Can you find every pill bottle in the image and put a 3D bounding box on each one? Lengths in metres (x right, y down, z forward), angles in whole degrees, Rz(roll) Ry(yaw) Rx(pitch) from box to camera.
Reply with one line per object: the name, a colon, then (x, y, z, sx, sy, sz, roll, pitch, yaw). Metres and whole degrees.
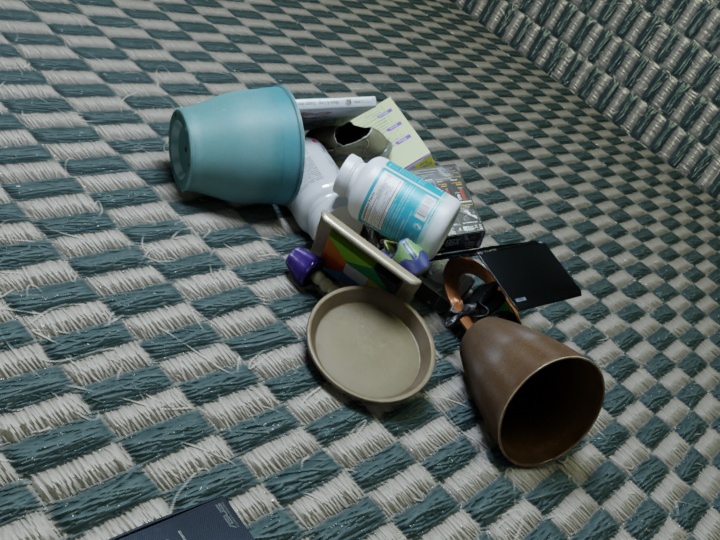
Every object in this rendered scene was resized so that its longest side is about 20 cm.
pill bottle: (0.055, -0.110, 1.493, 0.198, 0.112, 0.111, 31, 28, 8)
pill bottle: (-0.076, -0.134, 1.616, 0.112, 0.114, 0.201, 7, 36, -36)

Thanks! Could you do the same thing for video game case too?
video game case: (-0.091, -0.283, 1.682, 0.179, 0.024, 0.199, -7, -1, -25)

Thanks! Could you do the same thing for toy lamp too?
toy lamp: (-0.038, 0.039, 1.441, 0.200, 0.059, 0.058, 42, 30, 18)

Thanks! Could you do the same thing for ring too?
ring: (0.214, 0.064, 1.630, 0.199, 0.019, 0.202, 31, 38, -28)

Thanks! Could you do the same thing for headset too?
headset: (0.214, 0.083, 1.554, 0.199, 0.093, 0.125, 22, 37, -60)

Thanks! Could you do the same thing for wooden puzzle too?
wooden puzzle: (0.000, 0.000, 1.447, 0.184, 0.200, 0.037, 36, 72, 5)

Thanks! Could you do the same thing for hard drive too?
hard drive: (0.103, -0.008, 1.669, 0.199, 0.038, 0.139, 38, 29, 10)

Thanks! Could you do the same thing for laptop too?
laptop: (0.243, 0.010, 1.571, 0.175, 0.198, 0.105, -9, 91, -40)

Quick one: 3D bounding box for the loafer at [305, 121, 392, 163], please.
loafer: (-0.030, -0.245, 1.690, 0.198, 0.076, 0.070, 9, -32, 38)

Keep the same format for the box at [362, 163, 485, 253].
box: (0.098, -0.102, 1.598, 0.197, 0.050, 0.159, -9, 56, -15)

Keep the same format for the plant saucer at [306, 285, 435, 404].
plant saucer: (0.014, 0.111, 1.345, 0.197, 0.030, 0.203, 10, 50, -12)

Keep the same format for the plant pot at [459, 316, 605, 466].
plant pot: (0.238, 0.162, 1.409, 0.184, 0.189, 0.200, 11, 21, -32)

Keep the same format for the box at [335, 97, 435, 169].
box: (0.034, -0.200, 1.742, 0.201, 0.174, 0.097, 60, 0, 44)

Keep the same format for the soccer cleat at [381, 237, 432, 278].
soccer cleat: (0.057, -0.011, 1.493, 0.064, 0.200, 0.085, -31, 93, -18)

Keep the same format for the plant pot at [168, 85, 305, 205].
plant pot: (-0.215, -0.202, 1.531, 0.185, 0.202, 0.201, -7, 43, -26)

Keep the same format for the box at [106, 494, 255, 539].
box: (-0.145, 0.327, 0.886, 0.156, 0.051, 0.200, -10, 48, -49)
